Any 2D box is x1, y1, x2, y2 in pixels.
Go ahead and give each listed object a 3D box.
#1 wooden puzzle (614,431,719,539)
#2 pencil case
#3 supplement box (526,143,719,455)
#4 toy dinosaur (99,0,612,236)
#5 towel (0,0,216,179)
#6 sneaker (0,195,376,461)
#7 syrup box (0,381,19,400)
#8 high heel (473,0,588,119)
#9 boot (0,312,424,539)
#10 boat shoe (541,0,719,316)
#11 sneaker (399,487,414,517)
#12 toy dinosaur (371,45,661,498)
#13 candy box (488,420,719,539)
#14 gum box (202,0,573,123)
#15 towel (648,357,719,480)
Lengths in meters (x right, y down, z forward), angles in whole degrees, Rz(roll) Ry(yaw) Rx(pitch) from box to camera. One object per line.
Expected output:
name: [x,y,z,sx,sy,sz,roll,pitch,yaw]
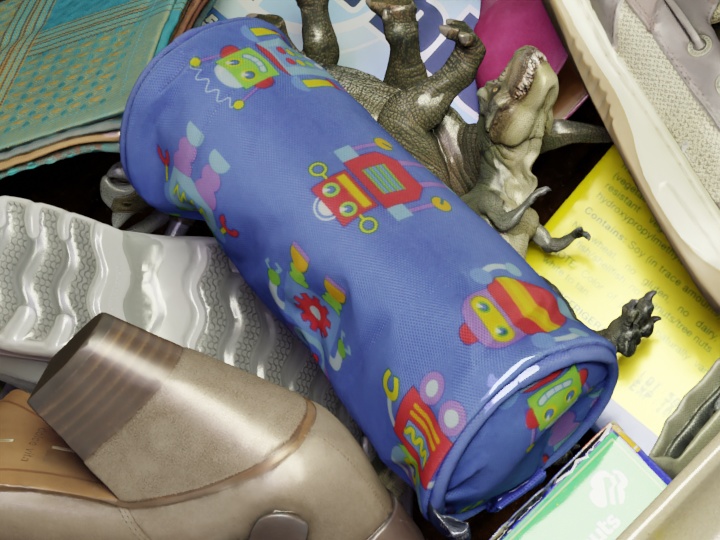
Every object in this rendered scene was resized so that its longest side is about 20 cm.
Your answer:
wooden puzzle: [0.151,0.149,0.662,0.185,0.046,0.200,-44,76,-8]
pencil case: [0.000,0.000,0.736,0.078,0.087,0.200,-26,55,-27]
supplement box: [0.146,-0.009,0.845,0.109,0.110,0.200,40,84,14]
toy dinosaur: [0.002,-0.052,0.844,0.199,0.077,0.103,3,117,6]
towel: [-0.153,-0.068,0.867,0.199,0.022,0.147,-14,31,22]
sneaker: [-0.078,0.023,0.826,0.199,0.082,0.075,22,69,-20]
syrup box: [-0.187,0.065,0.879,0.078,0.081,0.201,28,82,11]
high heel: [0.124,-0.114,0.818,0.199,0.067,0.096,-17,65,30]
boot: [-0.075,0.100,0.770,0.146,0.200,0.070,40,45,-13]
boat shoe: [0.108,-0.078,0.766,0.065,0.072,0.201,-27,64,7]
sneaker: [-0.028,0.123,0.845,0.072,0.085,0.201,13,76,12]
toy dinosaur: [0.047,0.026,0.770,0.088,0.047,0.201,25,93,29]
candy box: [0.129,0.164,0.772,0.077,0.169,0.200,-44,76,-11]
gum box: [0.011,-0.114,0.921,0.170,0.045,0.200,40,84,14]
towel: [0.210,0.047,0.800,0.193,0.200,0.035,-46,36,-4]
